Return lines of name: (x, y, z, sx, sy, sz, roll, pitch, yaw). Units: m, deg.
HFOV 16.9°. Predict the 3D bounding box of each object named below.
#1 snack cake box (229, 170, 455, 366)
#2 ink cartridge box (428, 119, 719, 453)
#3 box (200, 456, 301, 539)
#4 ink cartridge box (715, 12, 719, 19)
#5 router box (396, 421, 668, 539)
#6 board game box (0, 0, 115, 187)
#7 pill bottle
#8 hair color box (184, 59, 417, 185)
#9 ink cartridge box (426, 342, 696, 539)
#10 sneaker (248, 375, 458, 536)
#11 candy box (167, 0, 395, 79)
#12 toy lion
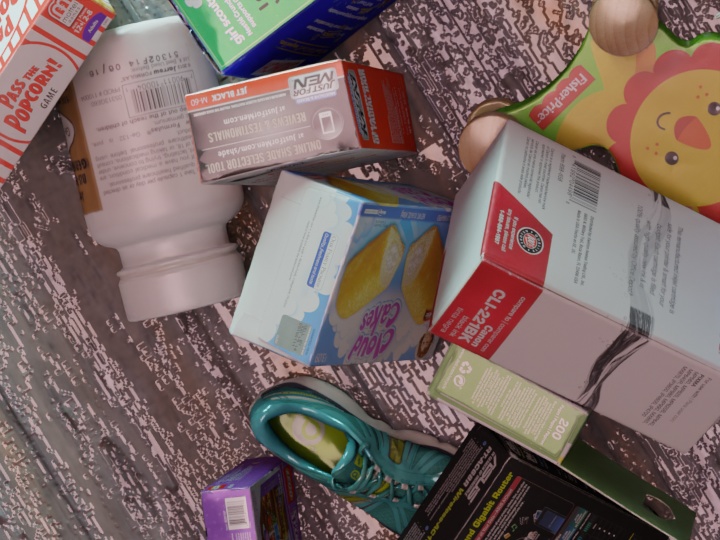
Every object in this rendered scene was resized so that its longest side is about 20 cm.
snack cake box: (0.000, 0.000, 1.638, 0.067, 0.200, 0.115, 21, 99, 24)
ink cartridge box: (0.158, 0.011, 1.606, 0.199, 0.145, 0.084, 25, 132, -10)
box: (-0.068, 0.240, 1.709, 0.039, 0.137, 0.201, -6, 93, 11)
ink cartridge box: (0.324, -0.170, 1.561, 0.175, 0.200, 0.084, -27, 90, 12)
router box: (0.095, 0.220, 1.677, 0.150, 0.062, 0.200, 28, 101, -28)
board game box: (-0.241, -0.156, 1.680, 0.046, 0.200, 0.152, 30, 101, -25)
pill bottle: (-0.144, -0.071, 1.708, 0.114, 0.114, 0.201, -13, 92, 12)
hair color box: (-0.036, -0.098, 1.639, 0.110, 0.200, 0.064, -12, 90, 12)
ink cartridge box: (0.148, 0.107, 1.649, 0.200, 0.146, 0.048, 29, 98, 7)
sneaker: (0.008, 0.145, 1.715, 0.199, 0.080, 0.078, 26, 99, 7)
candy box: (-0.015, -0.214, 1.641, 0.200, 0.169, 0.077, -37, 84, 12)
toy lion: (0.196, -0.090, 1.668, 0.200, 0.069, 0.192, -43, 96, 16)
